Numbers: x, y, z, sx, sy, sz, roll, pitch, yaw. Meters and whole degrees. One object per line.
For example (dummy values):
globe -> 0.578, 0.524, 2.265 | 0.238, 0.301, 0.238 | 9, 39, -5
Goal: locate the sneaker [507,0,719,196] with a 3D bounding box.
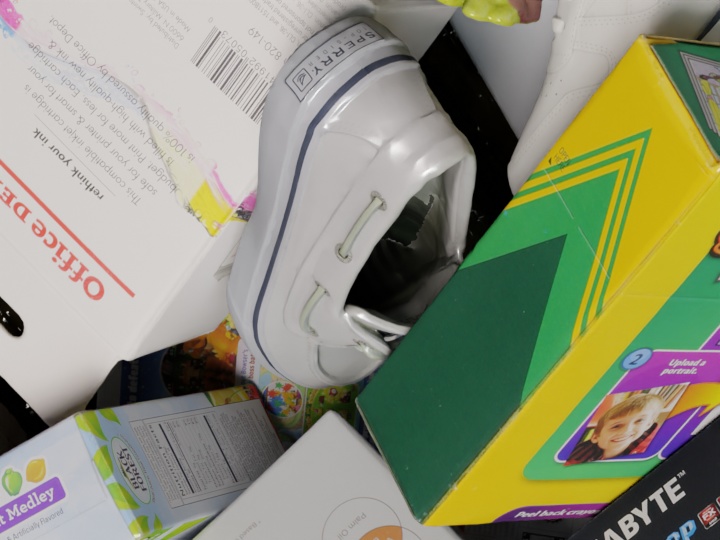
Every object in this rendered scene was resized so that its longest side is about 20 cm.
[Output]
sneaker -> 0.099, -0.105, 0.728 | 0.080, 0.076, 0.200 | 35, 109, 3

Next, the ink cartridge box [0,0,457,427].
ink cartridge box -> -0.074, -0.053, 0.790 | 0.116, 0.067, 0.200 | 45, 115, 14

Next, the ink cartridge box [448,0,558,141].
ink cartridge box -> 0.126, -0.117, 0.772 | 0.200, 0.043, 0.196 | -26, 110, 19

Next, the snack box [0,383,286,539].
snack box -> -0.137, 0.110, 0.835 | 0.200, 0.142, 0.053 | -30, 80, 20

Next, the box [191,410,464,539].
box -> 0.020, 0.168, 0.788 | 0.124, 0.097, 0.200 | -43, 67, -6

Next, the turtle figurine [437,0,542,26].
turtle figurine -> 0.041, -0.166, 0.680 | 0.200, 0.064, 0.161 | 27, 116, 2

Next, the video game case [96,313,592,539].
video game case -> -0.004, 0.068, 0.890 | 0.200, 0.018, 0.143 | 8, 117, 2

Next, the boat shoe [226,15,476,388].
boat shoe -> 0.000, 0.000, 0.755 | 0.074, 0.200, 0.067 | -35, 67, -15

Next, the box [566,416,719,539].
box -> 0.182, 0.090, 0.803 | 0.159, 0.046, 0.200 | -42, 144, 22

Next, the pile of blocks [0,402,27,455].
pile of blocks -> -0.229, 0.077, 0.868 | 0.200, 0.062, 0.082 | 7, 152, -11

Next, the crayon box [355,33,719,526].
crayon box -> 0.126, 0.008, 0.748 | 0.200, 0.058, 0.173 | 1, 138, -39
